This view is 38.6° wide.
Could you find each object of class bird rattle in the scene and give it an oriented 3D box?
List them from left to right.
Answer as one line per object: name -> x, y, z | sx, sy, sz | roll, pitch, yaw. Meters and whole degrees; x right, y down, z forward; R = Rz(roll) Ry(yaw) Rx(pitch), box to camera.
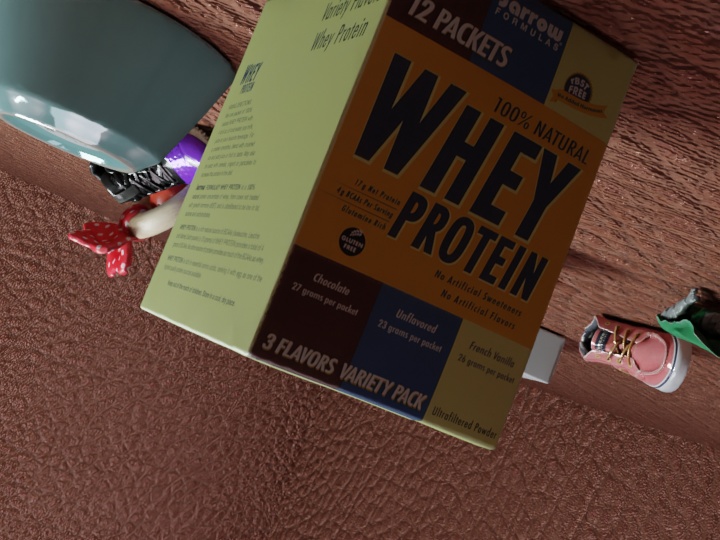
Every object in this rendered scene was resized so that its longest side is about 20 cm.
bird rattle -> -0.237, -0.082, 1.207 | 0.163, 0.200, 0.113 | -18, 109, 38

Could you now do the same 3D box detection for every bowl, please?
bowl -> -0.210, -0.146, 0.805 | 0.201, 0.105, 0.201 | 20, 173, 3

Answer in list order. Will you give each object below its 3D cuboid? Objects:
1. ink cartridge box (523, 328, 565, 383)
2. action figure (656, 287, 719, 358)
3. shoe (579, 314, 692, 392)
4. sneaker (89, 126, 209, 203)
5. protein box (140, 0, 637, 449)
ink cartridge box -> 0.231, 0.121, 1.754 | 0.144, 0.085, 0.200 | 23, 173, -16
action figure -> 0.327, 0.052, 0.948 | 0.118, 0.055, 0.200 | 20, -179, -5
shoe -> 0.331, 0.100, 1.264 | 0.091, 0.072, 0.200 | 16, 179, -1
sneaker -> -0.229, -0.109, 1.137 | 0.200, 0.100, 0.070 | 17, 148, 43
protein box -> 0.004, -0.039, 0.545 | 0.135, 0.200, 0.199 | 24, 174, -25
